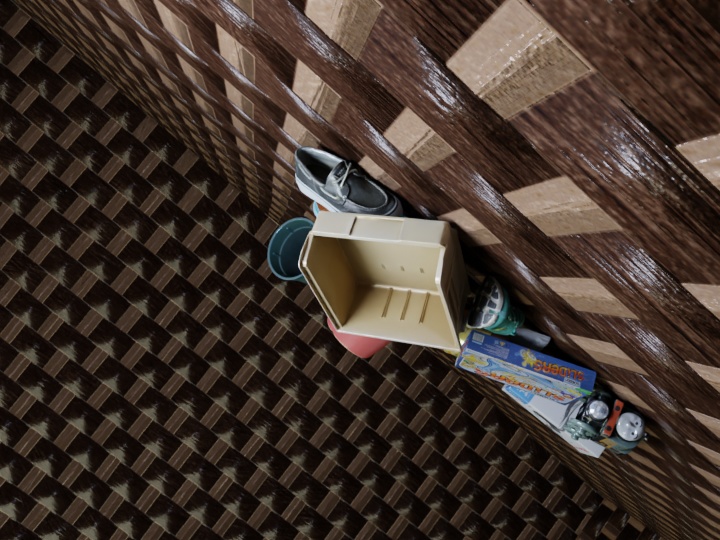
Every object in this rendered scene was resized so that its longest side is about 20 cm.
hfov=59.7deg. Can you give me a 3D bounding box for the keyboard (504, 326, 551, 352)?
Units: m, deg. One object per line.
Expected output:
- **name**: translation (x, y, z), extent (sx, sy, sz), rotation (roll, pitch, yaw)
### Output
- **keyboard**: translation (0.261, 0.140, 1.054), extent (0.056, 0.011, 0.201), rotation (26, 154, 9)

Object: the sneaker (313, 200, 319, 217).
- **sneaker**: translation (-0.010, -0.067, 1.244), extent (0.200, 0.079, 0.131), rotation (49, 174, 4)

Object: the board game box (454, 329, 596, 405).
- **board game box**: translation (0.259, 0.159, 1.015), extent (0.198, 0.035, 0.136), rotation (19, 161, 7)

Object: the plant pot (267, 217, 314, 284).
- **plant pot**: translation (-0.162, -0.042, 2.019), extent (0.200, 0.201, 0.196), rotation (35, -177, 33)

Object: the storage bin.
- **storage bin**: translation (0.042, 0.014, 0.881), extent (0.197, 0.095, 0.199), rotation (7, 150, 23)

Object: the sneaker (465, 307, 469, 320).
- **sneaker**: translation (0.200, 0.113, 1.331), extent (0.077, 0.078, 0.201), rotation (36, 163, 22)

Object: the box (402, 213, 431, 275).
- **box**: translation (0.047, -0.065, 0.989), extent (0.199, 0.049, 0.082), rotation (39, 175, 12)

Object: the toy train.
- **toy train**: translation (0.405, 0.250, 1.030), extent (0.113, 0.086, 0.200), rotation (24, 168, 19)

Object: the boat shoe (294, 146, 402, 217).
- **boat shoe**: translation (-0.028, -0.121, 0.901), extent (0.199, 0.072, 0.071), rotation (26, 153, 32)

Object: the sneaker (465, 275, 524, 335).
- **sneaker**: translation (0.204, 0.058, 0.922), extent (0.079, 0.078, 0.200), rotation (20, 178, 10)

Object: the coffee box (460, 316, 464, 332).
- **coffee box**: translation (0.114, 0.063, 1.094), extent (0.111, 0.081, 0.200), rotation (-2, 179, 1)

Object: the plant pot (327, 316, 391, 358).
- **plant pot**: translation (0.028, 0.095, 1.484), extent (0.200, 0.178, 0.201), rotation (39, -164, -13)

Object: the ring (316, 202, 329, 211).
- **ring**: translation (-0.013, -0.043, 1.075), extent (0.201, 0.019, 0.201), rotation (47, 172, 8)

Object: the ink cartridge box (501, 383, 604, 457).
- **ink cartridge box**: translation (0.382, 0.260, 1.212), extent (0.199, 0.084, 0.145), rotation (38, 175, 13)

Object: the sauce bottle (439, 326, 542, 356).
- **sauce bottle**: translation (0.237, 0.144, 1.161), extent (0.198, 0.067, 0.066), rotation (15, 161, 38)
